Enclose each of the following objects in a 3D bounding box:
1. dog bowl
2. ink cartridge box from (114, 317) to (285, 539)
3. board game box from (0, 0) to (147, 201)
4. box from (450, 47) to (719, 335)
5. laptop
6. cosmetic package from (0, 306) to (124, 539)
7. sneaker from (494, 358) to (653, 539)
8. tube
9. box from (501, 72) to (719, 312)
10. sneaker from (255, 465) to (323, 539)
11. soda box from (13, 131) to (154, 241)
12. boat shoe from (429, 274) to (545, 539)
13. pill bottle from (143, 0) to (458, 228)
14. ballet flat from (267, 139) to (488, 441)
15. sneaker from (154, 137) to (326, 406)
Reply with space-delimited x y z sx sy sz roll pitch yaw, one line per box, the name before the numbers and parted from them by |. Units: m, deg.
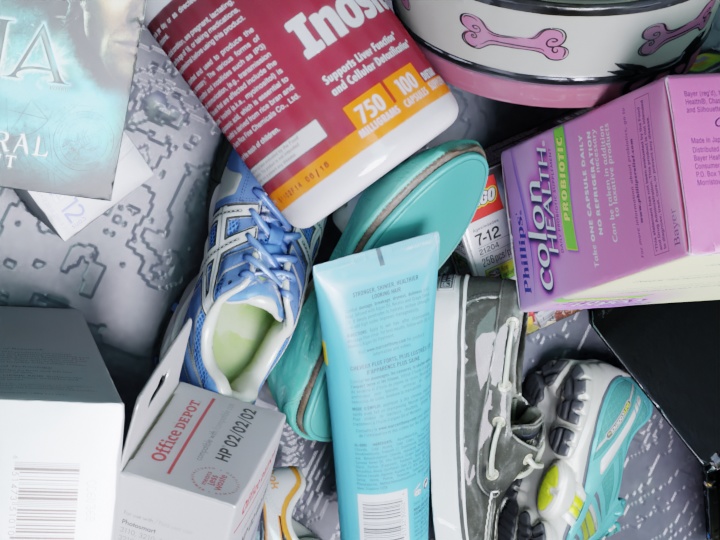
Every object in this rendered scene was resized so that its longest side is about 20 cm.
dog bowl | 0.107 -0.159 1.444 0.200 0.200 0.074 -9 124 -20
ink cartridge box | -0.095 0.141 1.411 0.068 0.115 0.200 16 115 5
board game box | -0.213 -0.114 1.335 0.200 0.028 0.135 6 106 -18
box | 0.146 -0.044 1.568 0.200 0.035 0.110 -25 112 -14
laptop | 0.239 0.050 1.611 0.177 0.103 0.200 -41 151 -15
cosmetic package | -0.177 0.093 1.380 0.081 0.200 0.113 3 100 -14
sneaker | 0.125 0.153 1.592 0.080 0.078 0.200 16 97 -33
tube | 0.011 0.075 1.477 0.077 0.050 0.200 -19 125 -28
box | 0.201 -0.043 1.437 0.176 0.200 0.097 -4 82 -23
sneaker | -0.038 0.208 1.535 0.079 0.078 0.200 -21 109 -10
soda box | -0.195 -0.115 1.395 0.063 0.068 0.200 -38 113 -9
boat shoe | 0.075 0.099 1.534 0.064 0.071 0.200 1 113 8
pill bottle | -0.047 -0.131 1.402 0.113 0.113 0.200 -37 91 -10
ballet flat | 0.000 0.000 1.497 0.067 0.070 0.200 14 111 -43
sneaker | -0.051 -0.009 1.475 0.076 0.077 0.200 14 95 -23
